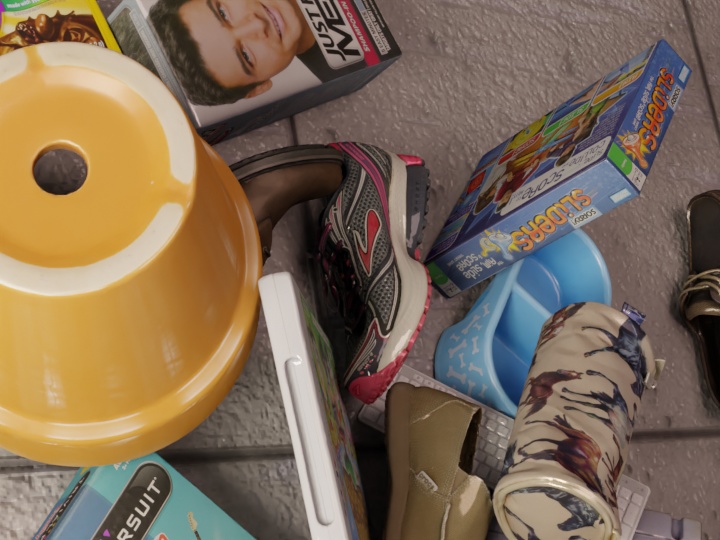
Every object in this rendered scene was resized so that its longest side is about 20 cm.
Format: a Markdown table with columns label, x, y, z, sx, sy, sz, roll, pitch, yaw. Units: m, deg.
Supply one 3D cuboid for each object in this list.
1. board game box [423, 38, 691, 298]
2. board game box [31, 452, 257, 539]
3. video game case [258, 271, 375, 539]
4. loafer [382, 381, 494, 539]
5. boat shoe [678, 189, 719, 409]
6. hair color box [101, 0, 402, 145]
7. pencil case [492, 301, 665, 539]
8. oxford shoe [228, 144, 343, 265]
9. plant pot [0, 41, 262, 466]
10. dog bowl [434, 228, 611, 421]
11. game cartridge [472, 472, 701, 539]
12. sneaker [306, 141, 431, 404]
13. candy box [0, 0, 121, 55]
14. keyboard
| label | x | y | z | sx | sy | sz | roll | pitch | yaw |
| --- | --- | --- | --- | --- | --- | --- | --- | --- | --- |
| board game box | 0.136 | -0.069 | 0.975 | 0.034 | 0.199 | 0.136 | 42 | 51 | -14 |
| board game box | -0.105 | 0.212 | 0.768 | 0.200 | 0.047 | 0.152 | 43 | 50 | -15 |
| video game case | -0.018 | 0.112 | 0.803 | 0.022 | 0.200 | 0.185 | -13 | 75 | 1 |
| loafer | 0.050 | 0.157 | 0.845 | 0.066 | 0.076 | 0.203 | -7 | 58 | 8 |
| boat shoe | 0.310 | 0.026 | 1.153 | 0.072 | 0.074 | 0.203 | 1 | 69 | -37 |
| hair color box | -0.072 | -0.156 | 0.946 | 0.199 | 0.060 | 0.100 | -27 | 88 | -41 |
| pencil case | 0.144 | 0.103 | 0.890 | 0.088 | 0.079 | 0.201 | 9 | 37 | 14 |
| oxford shoe | -0.085 | -0.021 | 0.875 | 0.198 | 0.072 | 0.085 | -28 | 91 | -29 |
| plant pot | -0.144 | -0.018 | 0.702 | 0.197 | 0.184 | 0.203 | 3 | 70 | -7 |
| dog bowl | 0.128 | 0.043 | 1.020 | 0.111 | 0.049 | 0.201 | 40 | 52 | -17 |
| game cartridge | 0.124 | 0.207 | 0.897 | 0.197 | 0.039 | 0.131 | 12 | 59 | -1 |
| sneaker | 0.000 | 0.000 | 0.925 | 0.074 | 0.081 | 0.202 | 16 | 48 | -18 |
| candy box | -0.248 | -0.149 | 0.831 | 0.199 | 0.026 | 0.103 | -24 | 83 | -42 |
| keyboard | 0.096 | 0.124 | 0.924 | 0.198 | 0.011 | 0.056 | 26 | 48 | 10 |
